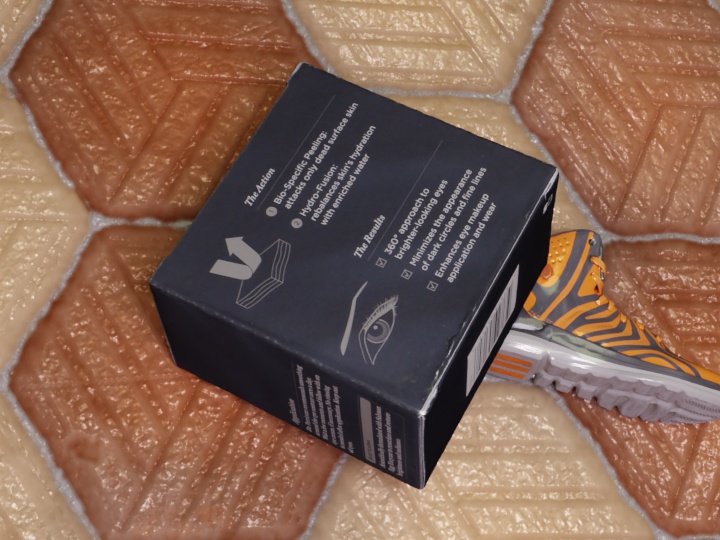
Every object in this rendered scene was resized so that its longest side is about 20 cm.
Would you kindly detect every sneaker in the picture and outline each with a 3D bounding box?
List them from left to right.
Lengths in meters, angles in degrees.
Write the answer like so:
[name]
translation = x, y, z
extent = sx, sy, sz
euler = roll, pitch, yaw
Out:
[sneaker]
translation = 0.178, 0.034, 1.018
extent = 0.197, 0.078, 0.113
euler = 18, 65, -6

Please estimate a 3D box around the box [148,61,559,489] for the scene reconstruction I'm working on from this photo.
[box]
translation = 0.000, 0.000, 0.941
extent = 0.198, 0.118, 0.198
euler = 25, 63, 16
